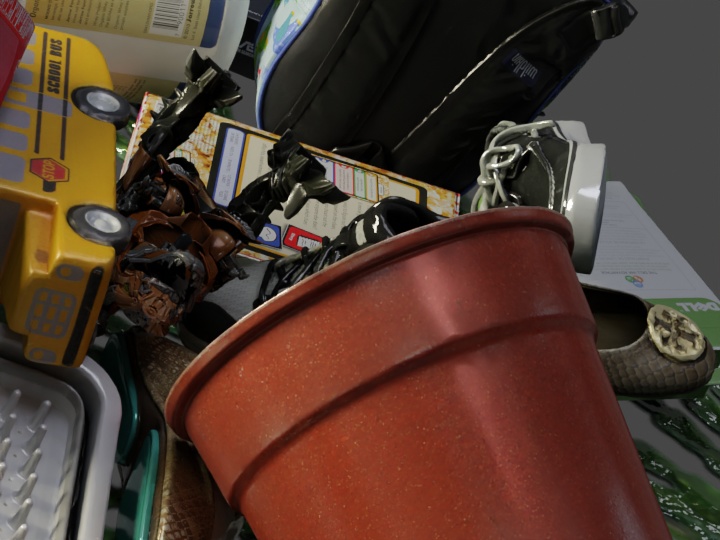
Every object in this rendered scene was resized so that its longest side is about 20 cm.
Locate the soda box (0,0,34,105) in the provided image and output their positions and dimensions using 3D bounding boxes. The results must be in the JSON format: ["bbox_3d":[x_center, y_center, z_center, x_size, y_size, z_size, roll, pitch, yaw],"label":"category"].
[{"bbox_3d":[-0.211,-0.059,1.023,0.063,0.070,0.201,47,36,-27],"label":"soda box"}]

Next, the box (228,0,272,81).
[{"bbox_3d":[-0.076,-0.187,1.563,0.199,0.044,0.160,22,30,1],"label":"box"}]

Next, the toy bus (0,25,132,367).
[{"bbox_3d":[-0.154,-0.041,1.088,0.078,0.065,0.201,14,32,-15],"label":"toy bus"}]

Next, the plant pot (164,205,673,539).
[{"bbox_3d":[0.044,0.108,0.993,0.200,0.201,0.196,-8,64,-41],"label":"plant pot"}]

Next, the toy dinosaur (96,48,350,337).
[{"bbox_3d":[-0.095,-0.032,1.149,0.102,0.136,0.200,39,7,-37],"label":"toy dinosaur"}]

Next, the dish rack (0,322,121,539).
[{"bbox_3d":[-0.194,0.098,0.982,0.170,0.044,0.201,19,42,-15],"label":"dish rack"}]

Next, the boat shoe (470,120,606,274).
[{"bbox_3d":[0.097,-0.050,1.286,0.067,0.074,0.200,6,19,-2],"label":"boat shoe"}]

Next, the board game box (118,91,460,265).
[{"bbox_3d":[-0.043,-0.021,1.311,0.198,0.047,0.152,18,30,-7],"label":"board game box"}]

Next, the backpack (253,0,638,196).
[{"bbox_3d":[0.032,-0.147,1.406,0.182,0.200,0.147,27,25,-23],"label":"backpack"}]

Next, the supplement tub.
[{"bbox_3d":[-0.179,-0.179,1.381,0.198,0.145,0.145,6,33,-26],"label":"supplement tub"}]

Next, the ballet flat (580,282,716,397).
[{"bbox_3d":[0.098,0.019,1.235,0.198,0.047,0.068,16,34,-1],"label":"ballet flat"}]

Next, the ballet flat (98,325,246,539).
[{"bbox_3d":[-0.084,0.094,1.078,0.065,0.071,0.201,14,32,-18],"label":"ballet flat"}]

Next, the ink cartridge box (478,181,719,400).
[{"bbox_3d":[0.148,0.026,1.346,0.103,0.060,0.200,0,36,-30],"label":"ink cartridge box"}]

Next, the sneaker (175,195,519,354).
[{"bbox_3d":[0.000,0.000,1.142,0.198,0.088,0.076,-4,42,12],"label":"sneaker"}]
